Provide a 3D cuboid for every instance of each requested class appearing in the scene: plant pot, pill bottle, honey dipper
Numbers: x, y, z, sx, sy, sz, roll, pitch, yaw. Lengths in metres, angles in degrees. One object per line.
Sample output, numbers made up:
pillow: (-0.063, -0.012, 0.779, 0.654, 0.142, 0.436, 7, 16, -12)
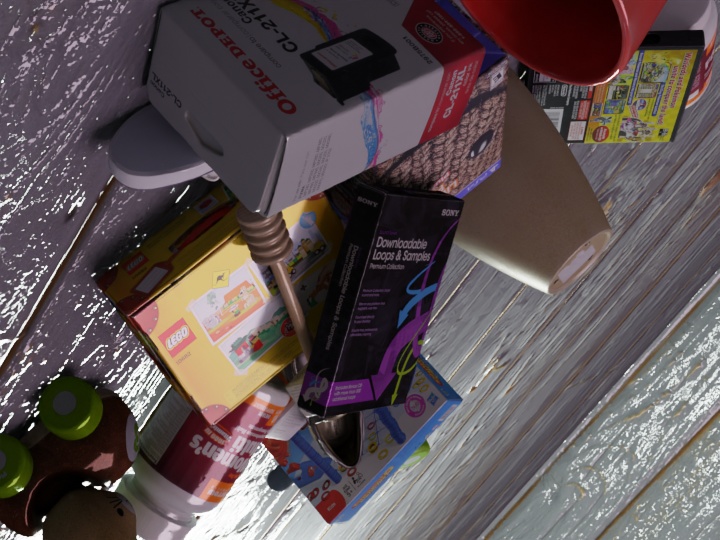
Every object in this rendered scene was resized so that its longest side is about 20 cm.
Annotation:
plant pot: (0.163, -0.077, 1.383, 0.187, 0.200, 0.188, -37, 160, -16)
pill bottle: (0.341, -0.264, 1.472, 0.114, 0.114, 0.200, -43, 161, -1)
honey dipper: (-0.060, 0.026, 1.107, 0.038, 0.038, 0.201, -34, 130, -22)
pill bottle: (-0.168, 0.179, 1.350, 0.201, 0.109, 0.109, -57, 159, 4)
plant pot: (0.188, -0.282, 1.067, 0.178, 0.200, 0.201, -48, 162, -17)

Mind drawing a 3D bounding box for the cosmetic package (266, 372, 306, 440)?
cosmetic package: (-0.054, 0.078, 1.424, 0.200, 0.101, 0.071, -46, 159, 5)

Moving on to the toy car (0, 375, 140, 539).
toy car: (-0.239, 0.225, 1.216, 0.158, 0.200, 0.164, -39, 160, -9)

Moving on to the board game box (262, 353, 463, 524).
board game box: (-0.022, 0.145, 1.477, 0.200, 0.196, 0.056, -48, 159, 11)

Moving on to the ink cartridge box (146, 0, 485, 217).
ink cartridge box: (-0.032, -0.145, 0.952, 0.199, 0.146, 0.083, -29, 155, -36)

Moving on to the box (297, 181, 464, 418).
box: (0.020, 0.025, 1.156, 0.143, 0.036, 0.202, -1, 109, -58)

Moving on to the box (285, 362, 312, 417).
box: (0.001, 0.066, 1.300, 0.041, 0.039, 0.200, -17, -157, 46)

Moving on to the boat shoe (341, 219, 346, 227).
boat shoe: (0.000, 0.000, 1.298, 0.200, 0.059, 0.072, -67, 153, -61)

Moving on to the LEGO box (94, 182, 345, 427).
LEGO box: (-0.103, 0.013, 1.143, 0.200, 0.077, 0.149, -39, 129, -13)

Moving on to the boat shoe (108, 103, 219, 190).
boat shoe: (-0.107, -0.100, 1.006, 0.199, 0.074, 0.066, -28, 151, -34)

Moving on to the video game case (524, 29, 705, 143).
video game case: (0.269, -0.198, 1.439, 0.179, 0.026, 0.200, 0, 156, 3)

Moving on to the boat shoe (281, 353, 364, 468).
boat shoe: (-0.030, 0.126, 1.346, 0.073, 0.065, 0.201, -31, 136, -10)

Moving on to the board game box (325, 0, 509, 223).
board game box: (0.044, -0.128, 1.202, 0.159, 0.097, 0.200, -39, 159, -12)

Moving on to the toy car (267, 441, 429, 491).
toy car: (-0.038, 0.174, 1.577, 0.199, 0.165, 0.158, -24, 157, -8)
